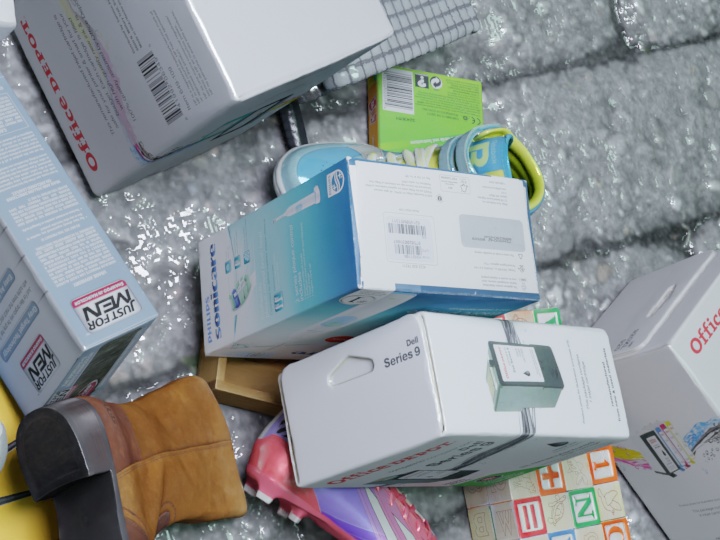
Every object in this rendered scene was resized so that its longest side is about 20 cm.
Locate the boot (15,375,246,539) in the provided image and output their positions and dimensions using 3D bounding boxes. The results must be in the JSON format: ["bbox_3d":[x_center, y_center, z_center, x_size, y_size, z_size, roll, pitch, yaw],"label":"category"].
[{"bbox_3d":[-0.130,0.166,0.971,0.190,0.068,0.200,66,19,9],"label":"boot"}]

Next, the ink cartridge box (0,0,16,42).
[{"bbox_3d":[-0.331,-0.195,0.925,0.198,0.146,0.148,-1,76,-36],"label":"ink cartridge box"}]

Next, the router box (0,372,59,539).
[{"bbox_3d":[-0.233,0.136,0.953,0.148,0.051,0.202,-13,83,-38],"label":"router box"}]

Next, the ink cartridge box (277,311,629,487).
[{"bbox_3d":[0.064,0.093,1.051,0.199,0.145,0.085,7,66,-44],"label":"ink cartridge box"}]

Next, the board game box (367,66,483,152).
[{"bbox_3d":[0.054,-0.063,1.212,0.094,0.030,0.202,7,65,-21],"label":"board game box"}]

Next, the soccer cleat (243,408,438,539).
[{"bbox_3d":[0.007,0.169,1.096,0.199,0.067,0.077,34,81,-21],"label":"soccer cleat"}]

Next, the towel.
[{"bbox_3d":[-0.010,-0.230,1.164,0.200,0.085,0.167,-32,104,-51],"label":"towel"}]

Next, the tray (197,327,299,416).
[{"bbox_3d":[-0.023,0.065,1.133,0.198,0.037,0.100,18,66,-31],"label":"tray"}]

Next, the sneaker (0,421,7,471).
[{"bbox_3d":[-0.299,0.099,0.854,0.198,0.080,0.071,3,81,-4],"label":"sneaker"}]

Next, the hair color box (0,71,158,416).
[{"bbox_3d":[-0.215,-0.020,0.936,0.060,0.099,0.201,-24,76,-41],"label":"hair color box"}]

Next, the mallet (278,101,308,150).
[{"bbox_3d":[-0.074,-0.166,1.168,0.065,0.041,0.203,-5,83,-37],"label":"mallet"}]

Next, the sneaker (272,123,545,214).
[{"bbox_3d":[0.044,-0.072,1.122,0.198,0.131,0.080,9,67,-18],"label":"sneaker"}]

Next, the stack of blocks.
[{"bbox_3d":[0.137,0.134,1.209,0.114,0.058,0.203,-4,78,-36],"label":"stack of blocks"}]

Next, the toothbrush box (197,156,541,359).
[{"bbox_3d":[0.000,0.000,1.022,0.145,0.199,0.086,5,74,-34],"label":"toothbrush box"}]

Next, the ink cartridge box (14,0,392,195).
[{"bbox_3d":[-0.113,-0.166,1.027,0.145,0.199,0.148,-29,93,-38],"label":"ink cartridge box"}]

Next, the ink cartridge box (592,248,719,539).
[{"bbox_3d":[0.293,0.107,1.273,0.201,0.144,0.147,53,54,-10],"label":"ink cartridge box"}]
